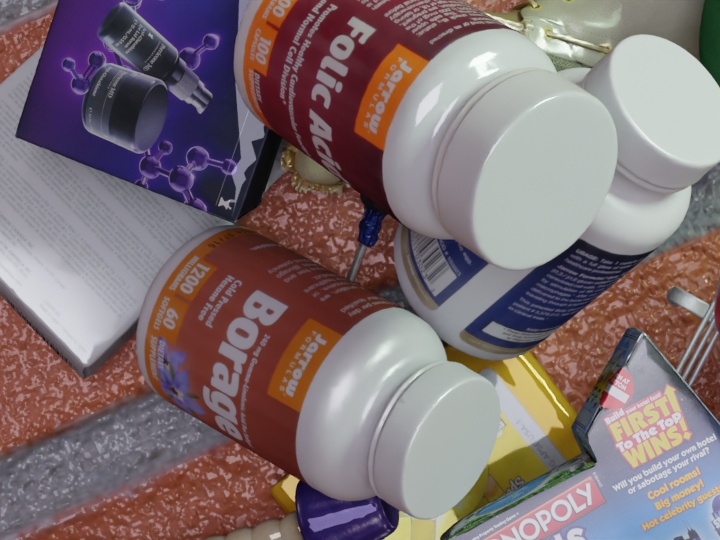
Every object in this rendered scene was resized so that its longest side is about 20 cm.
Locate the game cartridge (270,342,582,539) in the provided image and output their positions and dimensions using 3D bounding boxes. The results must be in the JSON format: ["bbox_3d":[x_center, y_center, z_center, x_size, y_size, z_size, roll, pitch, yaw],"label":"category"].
[{"bbox_3d":[0.073,0.154,1.286,0.176,0.032,0.200,-39,86,3],"label":"game cartridge"}]

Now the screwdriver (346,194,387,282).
[{"bbox_3d":[0.000,0.000,1.271,0.029,0.028,0.202,25,110,25],"label":"screwdriver"}]

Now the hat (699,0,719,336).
[{"bbox_3d":[0.211,-0.103,1.218,0.165,0.200,0.176,39,112,0],"label":"hat"}]

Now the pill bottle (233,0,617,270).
[{"bbox_3d":[0.032,-0.086,1.113,0.200,0.114,0.115,36,93,43],"label":"pill bottle"}]

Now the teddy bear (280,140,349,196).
[{"bbox_3d":[-0.009,-0.145,1.283,0.144,0.067,0.201,-25,95,8],"label":"teddy bear"}]

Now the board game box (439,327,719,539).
[{"bbox_3d":[0.151,0.145,1.188,0.199,0.062,0.201,-26,91,-1],"label":"board game box"}]

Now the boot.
[{"bbox_3d":[0.128,-0.168,1.248,0.199,0.072,0.156,20,90,-18],"label":"boot"}]

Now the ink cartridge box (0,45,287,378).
[{"bbox_3d":[-0.152,-0.061,1.305,0.160,0.047,0.200,45,75,3],"label":"ink cartridge box"}]

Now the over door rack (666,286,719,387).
[{"bbox_3d":[0.261,0.060,1.263,0.199,0.067,0.149,29,92,-11],"label":"over door rack"}]

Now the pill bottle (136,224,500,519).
[{"bbox_3d":[-0.023,0.059,1.213,0.199,0.112,0.113,26,92,34],"label":"pill bottle"}]

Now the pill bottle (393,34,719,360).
[{"bbox_3d":[0.113,-0.042,1.195,0.111,0.111,0.200,50,136,3],"label":"pill bottle"}]

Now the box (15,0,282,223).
[{"bbox_3d":[-0.094,-0.148,1.222,0.140,0.079,0.202,20,102,2],"label":"box"}]

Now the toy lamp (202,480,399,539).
[{"bbox_3d":[-0.073,0.161,1.262,0.198,0.058,0.059,-18,88,15],"label":"toy lamp"}]
